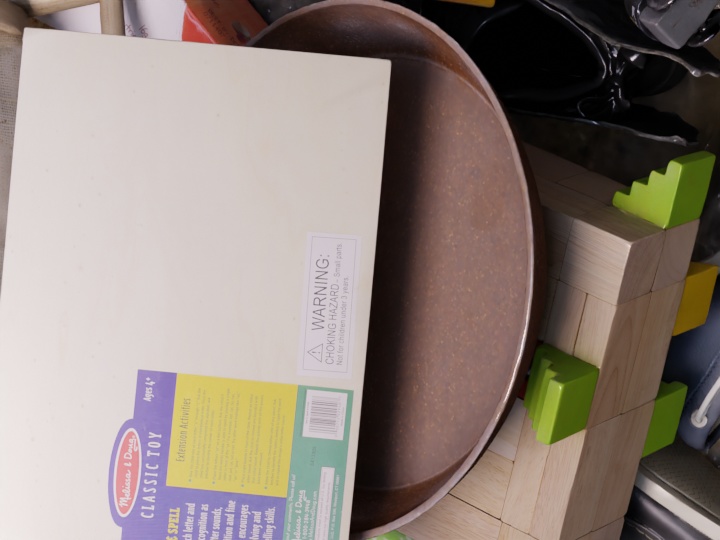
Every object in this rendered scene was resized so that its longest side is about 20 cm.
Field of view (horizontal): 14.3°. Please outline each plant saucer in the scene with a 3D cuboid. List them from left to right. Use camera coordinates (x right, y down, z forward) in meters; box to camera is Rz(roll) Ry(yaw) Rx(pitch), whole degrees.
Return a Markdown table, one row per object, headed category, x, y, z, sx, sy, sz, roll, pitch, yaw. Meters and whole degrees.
| category | x | y | z | sx | sy | sz | roll | pitch | yaw |
| --- | --- | --- | --- | --- | --- | --- | --- | --- | --- |
| plant saucer | 0.000 | 0.000 | 1.061 | 0.200 | 0.034 | 0.200 | -2 | 87 | 45 |

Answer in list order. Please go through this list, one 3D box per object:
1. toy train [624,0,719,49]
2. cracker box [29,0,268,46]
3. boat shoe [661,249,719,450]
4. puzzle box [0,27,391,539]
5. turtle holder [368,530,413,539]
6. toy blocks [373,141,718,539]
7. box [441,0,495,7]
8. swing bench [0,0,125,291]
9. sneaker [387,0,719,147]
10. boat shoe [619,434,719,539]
| category | x | y | z | sx | sy | sz | roll | pitch | yaw |
| --- | --- | --- | --- | --- | --- | --- | --- | --- | --- |
| toy train | 0.168 | -0.163 | 1.059 | 0.200 | 0.046 | 0.034 | -49 | 121 | -4 |
| cracker box | -0.139 | -0.071 | 1.245 | 0.200 | 0.058 | 0.134 | -43 | 80 | 25 |
| boat shoe | 0.178 | -0.006 | 1.105 | 0.062 | 0.075 | 0.200 | 50 | 117 | 10 |
| puzzle box | -0.063 | 0.018 | 1.021 | 0.133 | 0.025 | 0.200 | 6 | 92 | -2 |
| turtle holder | -0.057 | 0.097 | 1.200 | 0.186 | 0.132 | 0.141 | 43 | 114 | 12 |
| toy blocks | 0.044 | 0.028 | 1.094 | 0.137 | 0.100 | 0.200 | 25 | 115 | 30 |
| box | -0.040 | -0.153 | 1.113 | 0.200 | 0.119 | 0.041 | 37 | 118 | 56 |
| swing bench | -0.196 | -0.022 | 1.147 | 0.200 | 0.130 | 0.199 | -16 | 70 | 30 |
| sneaker | 0.056 | -0.101 | 1.124 | 0.200 | 0.104 | 0.060 | 23 | 109 | 19 |
| boat shoe | 0.124 | 0.109 | 1.153 | 0.200 | 0.072 | 0.068 | 40 | 109 | 10 |
